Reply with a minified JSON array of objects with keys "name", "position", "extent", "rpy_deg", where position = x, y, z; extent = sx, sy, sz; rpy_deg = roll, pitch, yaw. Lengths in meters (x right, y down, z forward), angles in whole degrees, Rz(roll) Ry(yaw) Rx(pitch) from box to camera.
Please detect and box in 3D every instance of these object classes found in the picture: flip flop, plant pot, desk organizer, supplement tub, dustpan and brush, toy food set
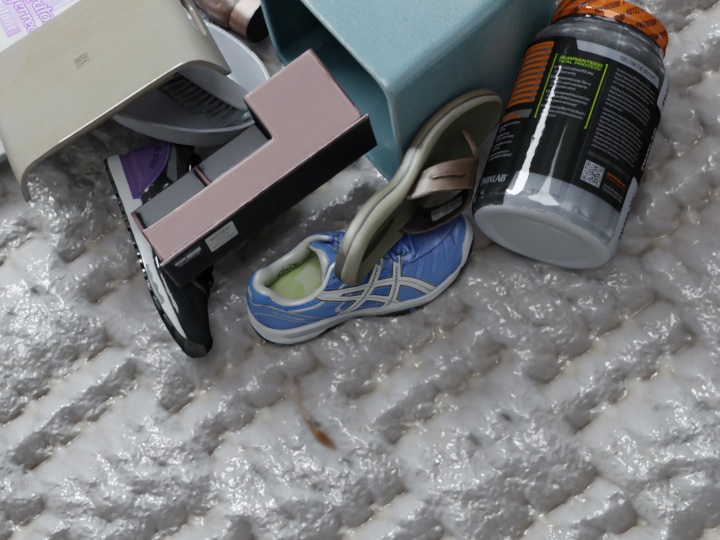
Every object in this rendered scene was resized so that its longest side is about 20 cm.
[{"name":"flip flop","position":[0.054,-0.060,1.485],"extent":[0.058,0.081,0.200],"rpy_deg":[31,65,20]},{"name":"plant pot","position":[0.051,-0.218,1.548],"extent":[0.200,0.196,0.196],"rpy_deg":[-37,67,-10]},{"name":"desk organizer","position":[-0.091,-0.082,1.503],"extent":[0.200,0.072,0.077],"rpy_deg":[-36,74,-3]},{"name":"supplement tub","position":[0.174,-0.113,1.514],"extent":[0.122,0.123,0.200],"rpy_deg":[16,73,17]},{"name":"dustpan and brush","position":[-0.105,-0.145,1.609],"extent":[0.200,0.057,0.140],"rpy_deg":[30,50,-6]},{"name":"toy food set","position":[-0.215,-0.155,1.559],"extent":[0.200,0.060,0.144],"rpy_deg":[-33,48,4]}]

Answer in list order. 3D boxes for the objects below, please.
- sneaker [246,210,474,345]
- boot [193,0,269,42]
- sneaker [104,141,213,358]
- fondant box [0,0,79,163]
[{"name":"sneaker","position":[0.000,0.000,1.529],"extent":[0.200,0.077,0.076],"rpy_deg":[-25,65,-2]},{"name":"boot","position":[-0.118,-0.314,1.689],"extent":[0.200,0.064,0.186],"rpy_deg":[33,71,28]},{"name":"sneaker","position":[-0.145,-0.026,1.573],"extent":[0.088,0.076,0.200],"rpy_deg":[-21,66,-4]},{"name":"fondant box","position":[-0.315,-0.177,1.645],"extent":[0.200,0.058,0.144],"rpy_deg":[-27,91,-1]}]
